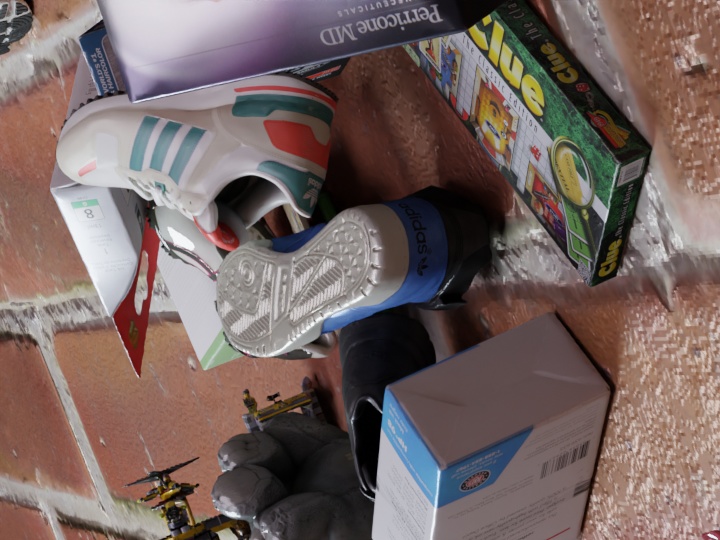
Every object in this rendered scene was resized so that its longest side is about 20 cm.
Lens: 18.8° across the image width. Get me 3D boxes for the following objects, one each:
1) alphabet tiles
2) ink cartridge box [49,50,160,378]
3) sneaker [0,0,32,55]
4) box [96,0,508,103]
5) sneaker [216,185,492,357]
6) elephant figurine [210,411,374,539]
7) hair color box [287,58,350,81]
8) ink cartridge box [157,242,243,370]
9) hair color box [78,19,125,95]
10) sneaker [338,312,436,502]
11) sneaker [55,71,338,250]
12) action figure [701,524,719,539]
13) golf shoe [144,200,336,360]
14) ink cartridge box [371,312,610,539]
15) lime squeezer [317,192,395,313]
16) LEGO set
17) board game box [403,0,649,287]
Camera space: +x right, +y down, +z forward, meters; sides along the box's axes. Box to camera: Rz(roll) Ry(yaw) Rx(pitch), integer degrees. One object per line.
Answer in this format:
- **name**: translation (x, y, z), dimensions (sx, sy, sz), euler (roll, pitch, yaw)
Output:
- **alphabet tiles**: translation (-0.026, 0.007, 1.475), dimensions (0.200, 0.006, 0.167), euler (107, 139, -85)
- **ink cartridge box**: translation (-0.163, -0.047, 1.584), dimensions (0.161, 0.050, 0.200), euler (-86, -18, -44)
- **sneaker**: translation (-0.363, -0.247, 2.043), dimensions (0.200, 0.077, 0.085), euler (-13, 94, 69)
- **box**: translation (-0.038, -0.206, 1.075), dimensions (0.199, 0.123, 0.199), euler (-10, 108, 29)
- **sneaker**: translation (0.000, 0.001, 1.318), dimensions (0.200, 0.111, 0.077), euler (-27, 74, 54)
- **elephant figurine**: translation (-0.041, 0.208, 1.515), dimensions (0.155, 0.141, 0.201), euler (24, 129, 29)
- **hair color box**: translation (-0.043, -0.162, 1.287), dimensions (0.061, 0.101, 0.200), euler (65, 160, 10)
- **ink cartridge box**: translation (-0.136, -0.033, 1.735), dimensions (0.200, 0.048, 0.146), euler (65, 160, 11)
- **hair color box**: translation (-0.131, -0.134, 1.473), dimensions (0.200, 0.060, 0.100), euler (-75, -33, -75)
- **sneaker**: translation (0.029, 0.125, 1.376), dimensions (0.091, 0.076, 0.200), euler (-79, -31, -51)
- **sneaker**: translation (-0.105, -0.058, 1.310), dimensions (0.070, 0.199, 0.094), euler (30, -122, -55)
- **action figure**: translation (0.228, 0.166, 1.015), dimensions (0.149, 0.134, 0.200), euler (30, -166, -28)
- **golf shoe**: translation (-0.081, -0.014, 1.564), dimensions (0.088, 0.077, 0.200), euler (14, 147, 43)
- **ink cartridge box**: translation (0.072, 0.127, 1.286), dimensions (0.067, 0.116, 0.200), euler (53, 155, 32)
- **lime squeezer**: translation (0.010, 0.043, 1.466), dimensions (0.201, 0.038, 0.071), euler (67, 160, -3)
- **LEGO set**: translation (-0.083, 0.151, 1.624), dimensions (0.154, 0.199, 0.116), euler (51, -162, -90)
- **board game box**: translation (0.082, -0.095, 1.162), dimensions (0.200, 0.023, 0.105), euler (54, 154, 31)
